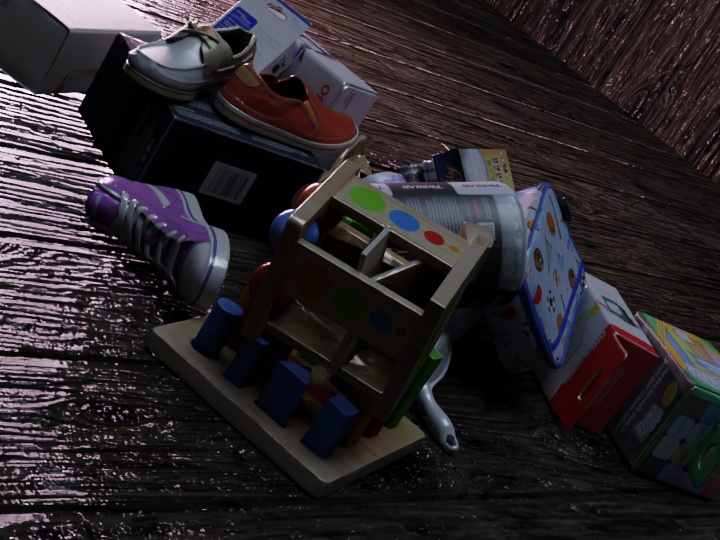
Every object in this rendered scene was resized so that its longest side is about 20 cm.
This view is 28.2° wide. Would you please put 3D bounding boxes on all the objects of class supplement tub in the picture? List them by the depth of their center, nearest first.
[{"bbox_3d":[0.049,-0.023,1.369,0.198,0.123,0.123,-1,30,-17],"label":"supplement tub"}]

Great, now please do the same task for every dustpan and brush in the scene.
[{"bbox_3d":[0.047,0.089,1.377,0.139,0.058,0.200,-11,42,-26],"label":"dustpan and brush"}]

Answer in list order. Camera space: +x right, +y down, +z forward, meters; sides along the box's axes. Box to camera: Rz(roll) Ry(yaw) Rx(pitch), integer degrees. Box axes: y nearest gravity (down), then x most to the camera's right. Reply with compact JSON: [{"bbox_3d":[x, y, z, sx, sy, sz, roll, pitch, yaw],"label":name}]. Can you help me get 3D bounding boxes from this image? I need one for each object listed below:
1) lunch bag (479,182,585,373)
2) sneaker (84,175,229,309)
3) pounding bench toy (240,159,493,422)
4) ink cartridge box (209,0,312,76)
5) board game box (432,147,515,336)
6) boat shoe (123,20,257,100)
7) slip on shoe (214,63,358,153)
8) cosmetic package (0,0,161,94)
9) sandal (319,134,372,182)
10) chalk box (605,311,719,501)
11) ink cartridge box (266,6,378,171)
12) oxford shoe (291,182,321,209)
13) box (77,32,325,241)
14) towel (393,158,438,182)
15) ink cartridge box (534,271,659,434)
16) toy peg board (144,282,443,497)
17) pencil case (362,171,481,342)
[{"bbox_3d":[0.187,0.009,1.539,0.161,0.075,0.200,65,30,-23],"label":"lunch bag"},{"bbox_3d":[-0.192,-0.029,1.289,0.114,0.073,0.200,18,13,-28],"label":"sneaker"},{"bbox_3d":[0.011,-0.007,1.190,0.155,0.125,0.200,30,34,7],"label":"pounding bench toy"},{"bbox_3d":[-0.156,-0.245,1.696,0.099,0.200,0.039,41,-15,24],"label":"ink cartridge box"},{"bbox_3d":[0.144,-0.034,1.594,0.135,0.034,0.202,-7,83,-61],"label":"board game box"},{"bbox_3d":[-0.171,-0.220,1.458,0.075,0.069,0.200,37,20,12],"label":"boat shoe"},{"bbox_3d":[-0.067,-0.172,1.517,0.199,0.061,0.074,13,26,-49],"label":"slip on shoe"},{"bbox_3d":[-0.325,-0.259,1.604,0.103,0.088,0.200,38,19,14],"label":"cosmetic package"},{"bbox_3d":[-0.017,-0.098,1.720,0.069,0.078,0.212,37,28,7],"label":"sandal"},{"bbox_3d":[0.358,0.162,1.588,0.123,0.125,0.200,22,23,-26],"label":"chalk box"},{"bbox_3d":[-0.096,-0.216,1.763,0.200,0.146,0.083,43,17,28],"label":"ink cartridge box"},{"bbox_3d":[0.000,0.000,1.488,0.201,0.070,0.075,59,-6,12],"label":"oxford shoe"},{"bbox_3d":[-0.171,-0.139,1.525,0.199,0.104,0.182,17,26,-39],"label":"box"},{"bbox_3d":[0.116,-0.049,1.676,0.200,0.085,0.167,-8,85,-62],"label":"towel"},{"bbox_3d":[0.258,0.097,1.599,0.067,0.117,0.200,27,20,-21],"label":"ink cartridge box"},{"bbox_3d":[-0.041,0.073,1.222,0.200,0.098,0.199,38,20,18],"label":"toy peg board"},{"bbox_3d":[0.051,-0.011,1.534,0.201,0.090,0.083,60,11,27],"label":"pencil case"}]
